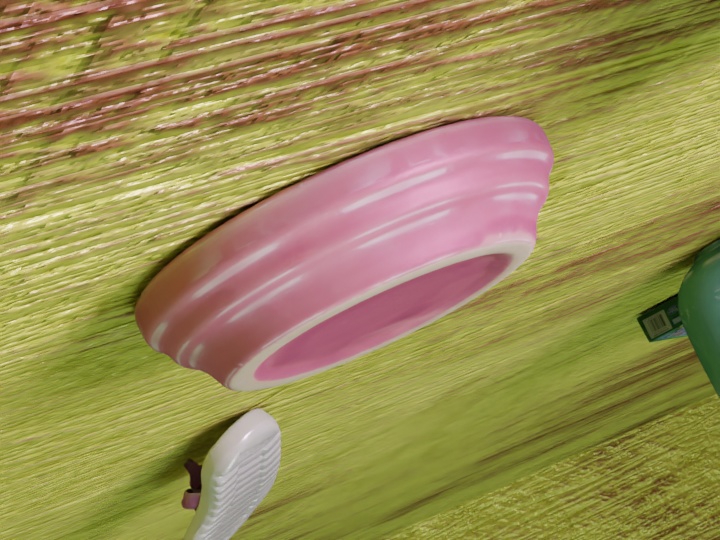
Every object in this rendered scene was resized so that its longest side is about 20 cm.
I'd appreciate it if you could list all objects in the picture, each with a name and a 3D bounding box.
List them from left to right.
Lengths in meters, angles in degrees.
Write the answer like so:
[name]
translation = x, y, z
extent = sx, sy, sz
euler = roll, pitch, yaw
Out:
[sandal]
translation = -0.097, 0.143, 1.283
extent = 0.082, 0.050, 0.203
euler = -35, 163, -32
[plant saucer]
translation = 0.000, 0.000, 0.812
extent = 0.200, 0.051, 0.201
euler = -25, 169, -5
[board game box]
translation = 0.369, 0.009, 1.715
extent = 0.200, 0.029, 0.134
euler = -30, 167, 23
[mug]
translation = 0.324, 0.027, 1.477
extent = 0.152, 0.115, 0.185
euler = -16, 167, -40
